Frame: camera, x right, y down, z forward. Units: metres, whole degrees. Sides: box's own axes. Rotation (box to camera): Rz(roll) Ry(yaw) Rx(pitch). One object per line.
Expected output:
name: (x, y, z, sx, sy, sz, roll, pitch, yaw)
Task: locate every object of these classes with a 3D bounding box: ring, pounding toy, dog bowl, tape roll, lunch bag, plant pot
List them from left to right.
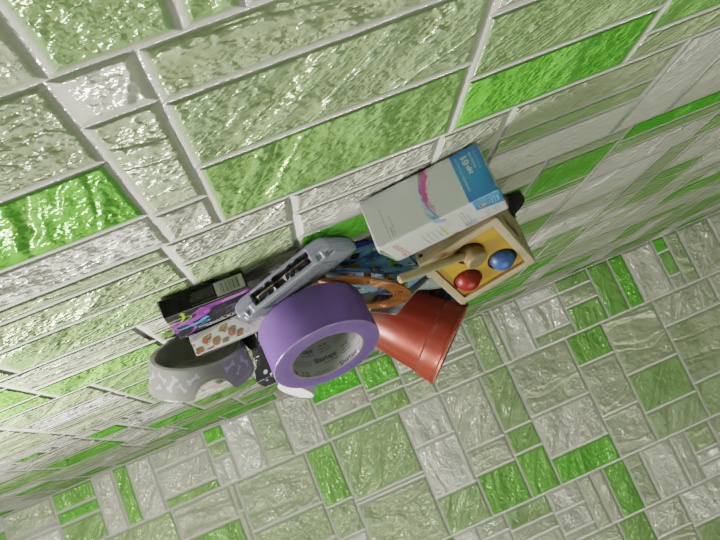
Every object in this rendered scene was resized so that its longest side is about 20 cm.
dog bowl: (-0.300, 0.172, 1.447, 0.199, 0.059, 0.200, -5, -161, 2)
tape roll: (-0.072, 0.116, 1.360, 0.199, 0.085, 0.200, -20, 148, -13)
ring: (-0.006, 0.037, 1.419, 0.199, 0.019, 0.201, 1, 163, 0)
lunch bag: (0.000, 0.000, 1.440, 0.199, 0.095, 0.151, -9, 167, -19)
plant pot: (0.115, 0.126, 1.740, 0.201, 0.194, 0.201, -62, 170, -20)
pounding toy: (0.172, -0.035, 1.333, 0.184, 0.143, 0.200, -32, 137, 19)

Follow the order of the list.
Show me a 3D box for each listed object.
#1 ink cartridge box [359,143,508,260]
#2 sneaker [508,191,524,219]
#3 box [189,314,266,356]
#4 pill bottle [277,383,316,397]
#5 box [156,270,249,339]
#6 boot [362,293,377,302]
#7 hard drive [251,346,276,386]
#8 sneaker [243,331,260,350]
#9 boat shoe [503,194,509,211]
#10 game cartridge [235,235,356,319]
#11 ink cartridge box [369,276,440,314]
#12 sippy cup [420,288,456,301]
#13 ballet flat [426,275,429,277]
ink cartridge box: (0.114, -0.099, 1.193, 0.199, 0.085, 0.144, -27, 167, 11)
sneaker: (0.276, -0.063, 1.519, 0.200, 0.088, 0.074, -51, 165, -15)
box: (-0.205, 0.096, 1.386, 0.199, 0.039, 0.041, -24, 172, 1)
pill bottle: (-0.102, 0.141, 1.517, 0.104, 0.201, 0.104, 11, 156, 5)
box: (-0.255, 0.062, 1.310, 0.142, 0.036, 0.200, -22, 170, -9)
boot: (-0.002, 0.068, 1.612, 0.183, 0.072, 0.200, -65, -171, -17)
hard drive: (-0.140, 0.143, 1.636, 0.199, 0.140, 0.038, -29, 144, 19)
sneaker: (-0.188, 0.095, 1.511, 0.115, 0.076, 0.200, -30, -175, -18)
boat shoe: (0.187, -0.083, 1.448, 0.199, 0.072, 0.060, -26, 161, 0)
game cartridge: (-0.104, 0.009, 1.287, 0.200, 0.041, 0.133, -37, 167, 18)
ink cartridge box: (0.123, 0.033, 1.615, 0.200, 0.047, 0.160, -46, -167, -15)
sippy cup: (0.194, 0.025, 1.817, 0.178, 0.140, 0.130, -39, 164, -21)
ballet flat: (0.153, -0.035, 1.519, 0.200, 0.073, 0.073, -35, 165, 18)
